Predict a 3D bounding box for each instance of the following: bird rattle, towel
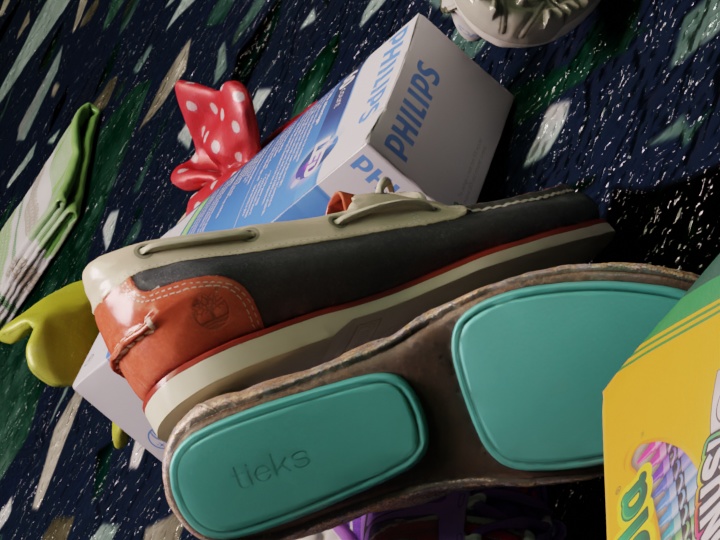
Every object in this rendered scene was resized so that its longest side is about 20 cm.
[{"bbox_3d":[-0.069,0.005,1.414,0.200,0.113,0.163,-48,29,4],"label":"bird rattle"},{"bbox_3d":[-0.250,-0.014,2.058,0.200,0.031,0.149,-54,19,28],"label":"towel"}]

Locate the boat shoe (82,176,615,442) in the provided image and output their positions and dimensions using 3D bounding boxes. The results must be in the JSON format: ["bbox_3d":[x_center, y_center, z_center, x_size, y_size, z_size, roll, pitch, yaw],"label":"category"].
[{"bbox_3d":[0.000,0.000,0.996,0.063,0.200,0.071,59,147,21],"label":"boat shoe"}]

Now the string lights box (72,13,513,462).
[{"bbox_3d":[-0.030,-0.012,1.234,0.200,0.059,0.103,-38,18,35],"label":"string lights box"}]

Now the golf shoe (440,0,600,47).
[{"bbox_3d":[0.066,-0.128,1.217,0.200,0.078,0.097,-78,4,-58],"label":"golf shoe"}]

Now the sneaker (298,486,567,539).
[{"bbox_3d":[0.032,0.097,0.929,0.083,0.081,0.200,-48,21,5],"label":"sneaker"}]

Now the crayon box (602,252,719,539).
[{"bbox_3d":[0.118,0.065,0.729,0.119,0.058,0.200,-53,19,31],"label":"crayon box"}]

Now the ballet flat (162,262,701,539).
[{"bbox_3d":[0.034,0.039,0.915,0.067,0.200,0.068,-16,-86,-76],"label":"ballet flat"}]
